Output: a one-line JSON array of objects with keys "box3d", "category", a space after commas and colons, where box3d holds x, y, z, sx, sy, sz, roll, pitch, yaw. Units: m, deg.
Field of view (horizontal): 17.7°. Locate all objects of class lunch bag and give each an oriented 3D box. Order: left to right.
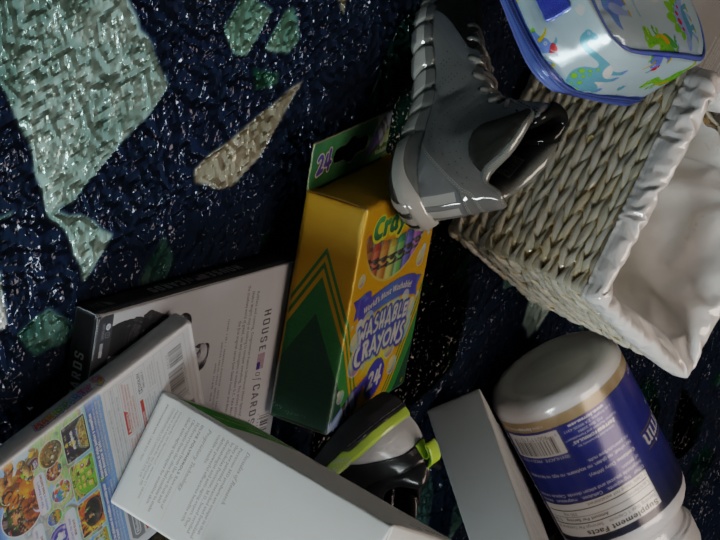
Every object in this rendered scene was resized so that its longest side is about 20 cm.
[{"box3d": [0.146, -0.216, 1.591, 0.082, 0.201, 0.160, -31, 165, 30], "category": "lunch bag"}]

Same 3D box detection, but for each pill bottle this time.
[{"box3d": [0.199, 0.160, 1.907, 0.116, 0.115, 0.201, -42, 114, -32], "category": "pill bottle"}]

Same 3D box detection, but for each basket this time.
[{"box3d": [0.204, -0.056, 1.794, 0.201, 0.160, 0.198, -61, 146, -5], "category": "basket"}]

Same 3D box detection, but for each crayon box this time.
[{"box3d": [0.000, 0.000, 1.618, 0.126, 0.051, 0.201, -29, 133, -59], "category": "crayon box"}]

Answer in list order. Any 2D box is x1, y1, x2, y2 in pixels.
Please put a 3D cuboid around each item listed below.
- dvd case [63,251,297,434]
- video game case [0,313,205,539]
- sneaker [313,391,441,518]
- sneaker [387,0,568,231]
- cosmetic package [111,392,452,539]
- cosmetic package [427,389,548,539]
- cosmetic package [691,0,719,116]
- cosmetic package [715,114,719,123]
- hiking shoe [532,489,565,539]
[{"box3d": [-0.122, 0.075, 1.538, 0.199, 0.025, 0.151, -16, 123, -51], "category": "dvd case"}, {"box3d": [-0.172, 0.136, 1.467, 0.200, 0.018, 0.144, -39, 139, -34], "category": "video game case"}, {"box3d": [-0.003, 0.168, 1.655, 0.072, 0.083, 0.200, -37, 168, -39], "category": "sneaker"}, {"box3d": [0.093, -0.120, 1.586, 0.075, 0.115, 0.201, 44, 49, -50], "category": "sneaker"}, {"box3d": [-0.046, 0.162, 1.461, 0.107, 0.199, 0.085, 27, 89, -58], "category": "cosmetic package"}, {"box3d": [0.120, 0.217, 1.833, 0.051, 0.201, 0.151, -24, 142, 8], "category": "cosmetic package"}, {"box3d": [0.220, -0.206, 1.776, 0.200, 0.106, 0.091, 34, 83, -56], "category": "cosmetic package"}, {"box3d": [0.265, -0.068, 1.954, 0.200, 0.082, 0.051, -53, 148, -18], "category": "cosmetic package"}, {"box3d": [0.176, 0.220, 2.016, 0.200, 0.074, 0.087, -49, 150, -19], "category": "hiking shoe"}]
